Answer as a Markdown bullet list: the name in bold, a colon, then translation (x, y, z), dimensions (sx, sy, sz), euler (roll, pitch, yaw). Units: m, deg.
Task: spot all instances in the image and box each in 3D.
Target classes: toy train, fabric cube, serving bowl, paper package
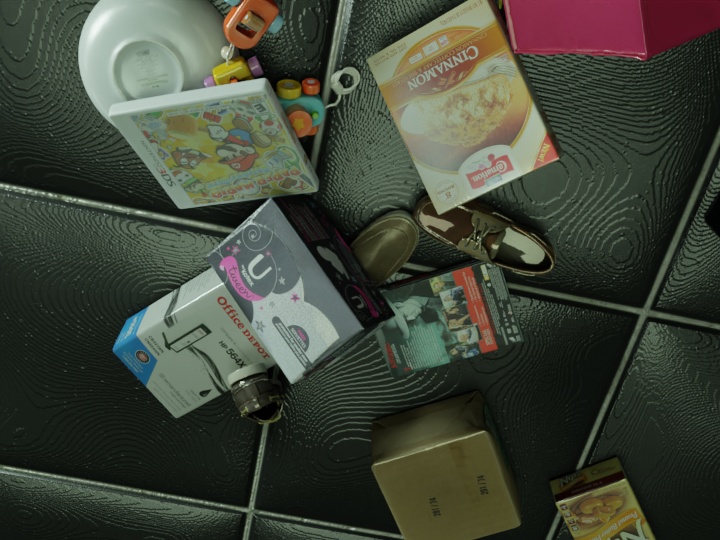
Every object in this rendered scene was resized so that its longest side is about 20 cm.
- **toy train**: translation (-0.094, -0.230, 0.918), dimensions (0.200, 0.056, 0.150), euler (31, 115, -36)
- **fabric cube**: translation (0.269, -0.334, 0.770), dimensions (0.199, 0.200, 0.197), euler (-25, 117, -20)
- **serving bowl**: translation (-0.247, -0.242, 0.950), dimensions (0.199, 0.066, 0.201), euler (1, 116, 2)
- **paper package**: translation (0.130, 0.309, 1.197), dimensions (0.190, 0.104, 0.200), euler (-19, 114, 10)

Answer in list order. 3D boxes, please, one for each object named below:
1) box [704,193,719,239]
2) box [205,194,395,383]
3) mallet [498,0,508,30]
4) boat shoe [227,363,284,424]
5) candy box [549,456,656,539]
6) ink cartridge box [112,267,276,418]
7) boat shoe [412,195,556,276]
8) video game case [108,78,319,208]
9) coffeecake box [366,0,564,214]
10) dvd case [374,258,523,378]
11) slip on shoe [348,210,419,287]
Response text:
- **box**: translation (0.578, -0.090, 0.967), dimensions (0.196, 0.124, 0.200), euler (18, 116, -9)
- **box**: translation (-0.077, 0.021, 1.004), dimensions (0.132, 0.115, 0.200), euler (-39, 80, 22)
- **mallet**: translation (0.179, -0.229, 0.940), dimensions (0.041, 0.066, 0.201), euler (-8, 116, -7)
- **boat shoe**: translation (-0.140, 0.184, 1.105), dimensions (0.072, 0.200, 0.060), euler (-22, 71, -8)
- **candy box**: translation (0.395, 0.402, 1.260), dimensions (0.115, 0.055, 0.200), euler (-24, 113, 14)
- **ink cartridge box**: translation (-0.218, 0.095, 1.110), dimensions (0.200, 0.084, 0.146), euler (-30, 113, 17)
- **boat shoe**: translation (0.165, -0.047, 1.021), dimensions (0.199, 0.072, 0.076), euler (18, 101, -5)
- **video game case**: translation (-0.172, -0.146, 0.957), dimensions (0.199, 0.023, 0.182), euler (-6, 146, 16)
- **coffeecake box**: translation (0.122, -0.188, 0.913), dimensions (0.153, 0.073, 0.200), euler (-25, 92, 22)
- **dvd case**: translation (0.116, 0.066, 1.119), dimensions (0.199, 0.022, 0.146), euler (-18, 115, 10)
- **slip on shoe**: translation (0.000, 0.000, 1.066), dimensions (0.200, 0.061, 0.076), euler (-36, 110, 19)
